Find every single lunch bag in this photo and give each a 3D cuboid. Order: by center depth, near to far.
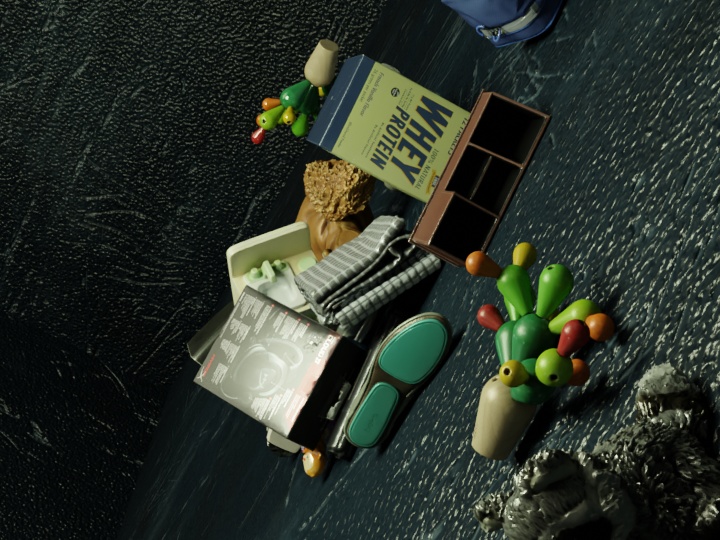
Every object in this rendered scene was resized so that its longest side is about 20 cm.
[{"bbox_3d":[0.208,-0.391,1.574,0.135,0.132,0.202,2,64,61],"label":"lunch bag"}]

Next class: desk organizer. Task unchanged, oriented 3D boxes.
[{"bbox_3d":[0.138,-0.105,1.386,0.202,0.071,0.077,-64,13,0],"label":"desk organizer"}]

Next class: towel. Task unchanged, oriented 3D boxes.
[{"bbox_3d":[0.000,0.000,1.573,0.165,0.086,0.200,-34,8,-6],"label":"towel"}]

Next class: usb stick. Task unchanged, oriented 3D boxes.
[{"bbox_3d":[0.008,0.145,1.521,0.055,0.032,0.202,133,161,-79],"label":"usb stick"}]

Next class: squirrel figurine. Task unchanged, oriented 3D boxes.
[{"bbox_3d":[-0.033,-0.073,1.847,0.187,0.140,0.202,-112,15,-67],"label":"squirrel figurine"}]

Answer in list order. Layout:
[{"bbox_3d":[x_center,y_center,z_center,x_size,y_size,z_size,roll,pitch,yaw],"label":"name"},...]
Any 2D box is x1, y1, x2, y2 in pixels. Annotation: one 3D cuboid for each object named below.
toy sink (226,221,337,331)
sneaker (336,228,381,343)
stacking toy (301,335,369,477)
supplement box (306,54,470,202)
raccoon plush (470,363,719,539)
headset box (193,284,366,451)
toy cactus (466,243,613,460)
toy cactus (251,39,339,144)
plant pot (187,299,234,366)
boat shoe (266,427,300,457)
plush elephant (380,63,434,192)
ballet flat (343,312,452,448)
[{"bbox_3d":[-0.111,0.048,1.762,0.201,0.129,0.113,90,155,-51],"label":"toy sink"},{"bbox_3d":[-0.003,0.032,1.715,0.202,0.079,0.074,-64,12,0],"label":"sneaker"},{"bbox_3d":[-0.059,0.187,1.614,0.116,0.109,0.202,-48,30,46],"label":"stacking toy"},{"bbox_3d":[0.048,-0.192,1.670,0.135,0.198,0.200,-63,11,4],"label":"supplement box"},{"bbox_3d":[0.135,0.114,0.703,0.097,0.133,0.201,-60,11,24],"label":"raccoon plush"},{"bbox_3d":[-0.099,0.130,1.562,0.150,0.199,0.077,-62,-33,-6],"label":"headset box"},{"bbox_3d":[0.126,0.072,0.968,0.200,0.101,0.167,-123,50,-68],"label":"toy cactus"},{"bbox_3d":[-0.069,-0.259,1.774,0.199,0.102,0.166,-15,-38,-39],"label":"toy cactus"},{"bbox_3d":[-0.150,0.121,1.955,0.178,0.199,0.200,-52,10,-5],"label":"plant pot"},{"bbox_3d":[-0.090,0.174,1.803,0.202,0.074,0.093,-62,16,9],"label":"boat shoe"},{"bbox_3d":[0.048,-0.232,1.883,0.166,0.154,0.200,-64,10,-5],"label":"plush elephant"},{"bbox_3d":[0.040,0.114,1.352,0.201,0.067,0.064,-58,5,26],"label":"ballet flat"}]
